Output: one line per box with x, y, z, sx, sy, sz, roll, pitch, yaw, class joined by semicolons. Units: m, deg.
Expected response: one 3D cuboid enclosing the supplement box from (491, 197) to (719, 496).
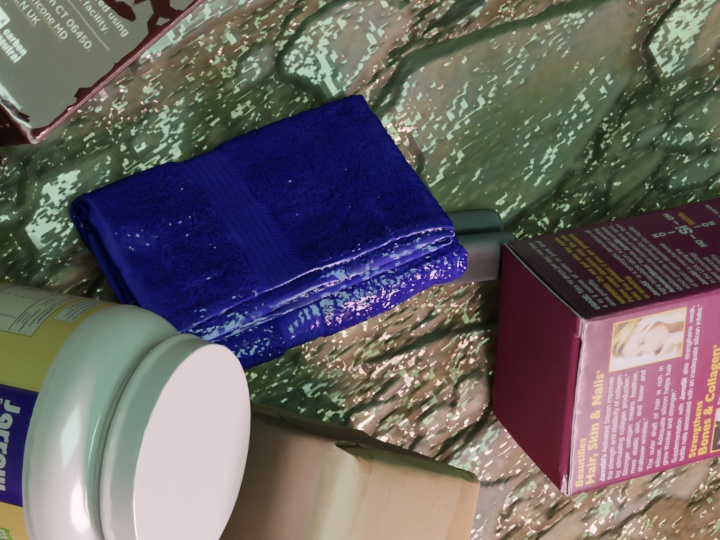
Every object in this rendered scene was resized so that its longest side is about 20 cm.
0.194;0.042;1.248;0.199;0.103;0.131;-11;123;-22;supplement box

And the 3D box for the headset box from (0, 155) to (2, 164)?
-0.303;-0.050;0.998;0.149;0.075;0.200;42;35;10;headset box

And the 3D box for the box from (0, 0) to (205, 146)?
-0.185;-0.176;1.056;0.164;0.200;0.166;-43;106;-15;box

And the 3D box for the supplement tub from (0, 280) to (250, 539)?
-0.173;0.081;1.052;0.145;0.199;0.146;10;90;-67;supplement tub

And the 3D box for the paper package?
-0.028;0.189;1.137;0.103;0.191;0.201;14;88;-21;paper package

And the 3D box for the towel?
-0.052;-0.023;1.158;0.199;0.050;0.148;-22;61;-21;towel

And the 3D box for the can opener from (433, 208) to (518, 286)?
0.000;0.000;1.225;0.199;0.053;0.067;-10;130;-20;can opener
